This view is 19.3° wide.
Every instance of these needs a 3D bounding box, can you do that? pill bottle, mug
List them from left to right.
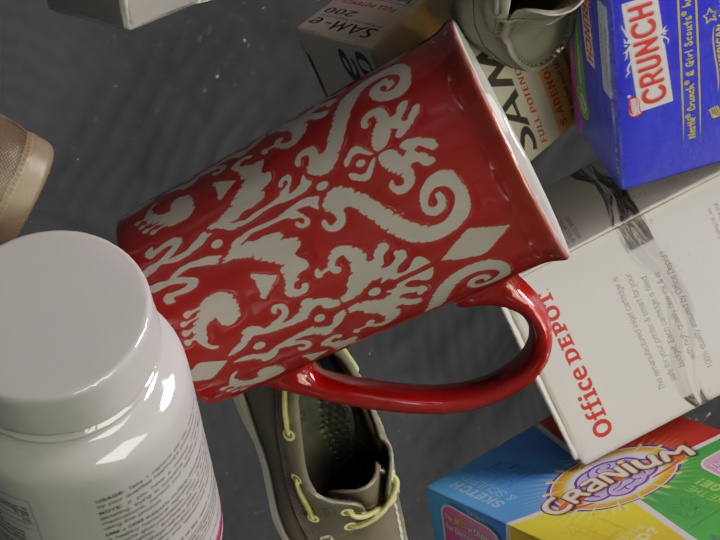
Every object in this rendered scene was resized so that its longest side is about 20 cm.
[{"bbox_3d":[-0.132,0.079,1.014,0.113,0.113,0.200,-40,150,-23],"label":"pill bottle"},{"bbox_3d":[-0.003,-0.004,1.067,0.200,0.178,0.133,-26,168,7],"label":"mug"}]

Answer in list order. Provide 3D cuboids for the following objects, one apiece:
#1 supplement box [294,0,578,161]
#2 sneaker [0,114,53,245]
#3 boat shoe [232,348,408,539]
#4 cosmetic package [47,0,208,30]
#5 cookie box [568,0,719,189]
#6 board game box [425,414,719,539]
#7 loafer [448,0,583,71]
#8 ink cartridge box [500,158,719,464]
[{"bbox_3d":[0.075,-0.134,1.191,0.200,0.073,0.126,-41,123,-22],"label":"supplement box"},{"bbox_3d":[-0.223,0.012,1.013,0.075,0.070,0.200,28,86,-13],"label":"sneaker"},{"bbox_3d":[-0.015,0.112,1.196,0.072,0.060,0.202,-37,122,-25],"label":"boat shoe"},{"bbox_3d":[-0.112,-0.227,1.011,0.107,0.090,0.201,-25,120,-31],"label":"cosmetic package"},{"bbox_3d":[0.213,-0.155,1.136,0.199,0.075,0.172,-16,127,-10],"label":"cookie box"},{"bbox_3d":[0.159,0.141,1.253,0.153,0.200,0.040,-27,117,-31],"label":"board game box"},{"bbox_3d":[0.083,-0.146,1.057,0.070,0.070,0.200,-51,158,-5],"label":"loafer"},{"bbox_3d":[0.182,0.001,1.260,0.200,0.083,0.147,-27,122,1],"label":"ink cartridge box"}]
